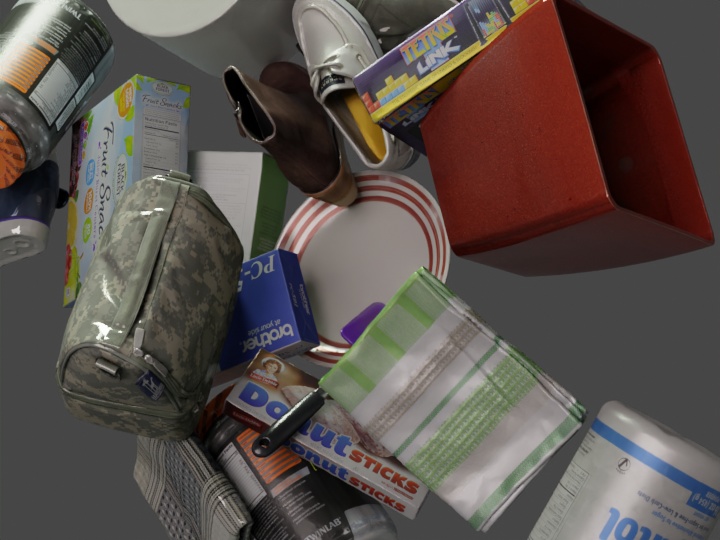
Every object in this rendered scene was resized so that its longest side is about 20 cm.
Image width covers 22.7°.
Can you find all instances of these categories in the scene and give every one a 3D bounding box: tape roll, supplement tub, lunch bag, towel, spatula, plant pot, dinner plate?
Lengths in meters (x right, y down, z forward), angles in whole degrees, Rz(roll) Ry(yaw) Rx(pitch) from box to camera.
[{"bbox_3d":[-0.145,-0.309,1.813,0.201,0.139,0.204,-6,75,25],"label":"tape roll"},{"bbox_3d":[-0.065,0.202,1.659,0.122,0.122,0.200,-43,62,12],"label":"supplement tub"},{"bbox_3d":[-0.187,0.033,1.577,0.138,0.168,0.201,14,62,5],"label":"lunch bag"},{"bbox_3d":[0.216,0.224,1.504,0.132,0.132,0.201,30,93,29],"label":"supplement tub"},{"bbox_3d":[-0.349,-0.186,1.853,0.122,0.123,0.201,5,47,28],"label":"supplement tub"},{"bbox_3d":[0.080,0.115,1.567,0.200,0.031,0.149,41,101,0],"label":"towel"},{"bbox_3d":[-0.027,0.101,1.612,0.056,0.021,0.200,35,63,20],"label":"spatula"},{"bbox_3d":[0.169,-0.096,1.577,0.176,0.199,0.201,-25,67,30],"label":"plant pot"},{"bbox_3d":[0.000,0.000,1.719,0.199,0.024,0.202,-13,63,27],"label":"dinner plate"},{"bbox_3d":[-0.165,0.216,1.685,0.034,0.201,0.193,-24,60,-24],"label":"towel"}]

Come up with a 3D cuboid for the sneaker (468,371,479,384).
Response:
[{"bbox_3d":[0.045,0.105,1.641,0.199,0.095,0.080,-14,74,25],"label":"sneaker"}]

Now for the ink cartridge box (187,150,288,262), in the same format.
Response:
[{"bbox_3d":[-0.139,-0.016,1.784,0.103,0.059,0.202,3,82,28],"label":"ink cartridge box"}]

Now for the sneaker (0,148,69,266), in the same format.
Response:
[{"bbox_3d":[-0.407,-0.081,1.936,0.199,0.080,0.148,-12,64,29],"label":"sneaker"}]

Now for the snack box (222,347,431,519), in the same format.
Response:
[{"bbox_3d":[-0.022,0.147,1.619,0.199,0.024,0.072,29,50,7],"label":"snack box"}]

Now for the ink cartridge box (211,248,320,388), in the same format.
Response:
[{"bbox_3d":[-0.142,0.059,1.711,0.199,0.044,0.095,-21,73,22],"label":"ink cartridge box"}]

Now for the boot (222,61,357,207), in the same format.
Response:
[{"bbox_3d":[-0.078,-0.161,1.718,0.072,0.166,0.201,-37,54,12],"label":"boot"}]

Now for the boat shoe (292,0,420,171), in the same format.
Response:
[{"bbox_3d":[-0.015,-0.182,1.721,0.071,0.070,0.201,-32,80,31],"label":"boat shoe"}]

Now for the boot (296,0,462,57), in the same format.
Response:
[{"bbox_3d":[0.037,-0.233,1.756,0.199,0.068,0.131,26,102,30],"label":"boot"}]

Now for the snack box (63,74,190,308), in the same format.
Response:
[{"bbox_3d":[-0.235,-0.073,1.799,0.168,0.067,0.202,-23,63,56],"label":"snack box"}]

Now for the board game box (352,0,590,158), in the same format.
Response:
[{"bbox_3d":[0.115,-0.185,1.633,0.199,0.165,0.057,-33,64,16],"label":"board game box"}]
